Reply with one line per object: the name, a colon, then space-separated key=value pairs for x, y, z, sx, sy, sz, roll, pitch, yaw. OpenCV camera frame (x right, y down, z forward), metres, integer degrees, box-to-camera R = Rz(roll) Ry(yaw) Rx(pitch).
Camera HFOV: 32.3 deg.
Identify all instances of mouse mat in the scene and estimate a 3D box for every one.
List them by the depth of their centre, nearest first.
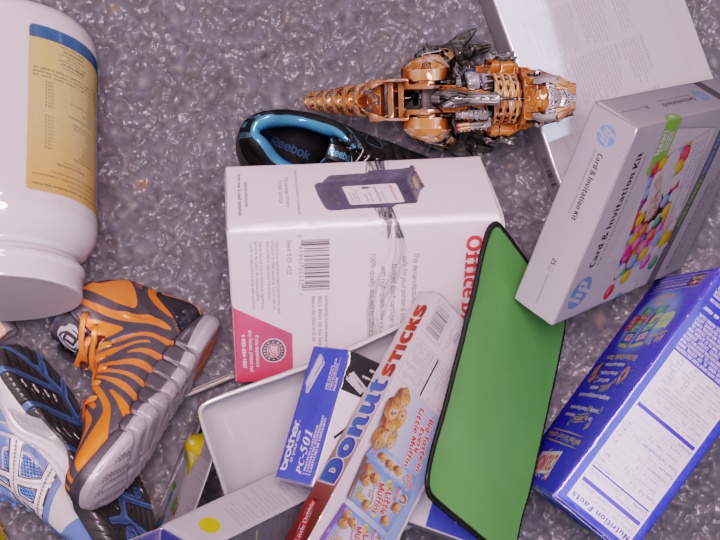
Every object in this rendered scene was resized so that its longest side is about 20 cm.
mouse mat: x=0.100 y=0.088 z=0.875 sx=0.007 sy=0.161 sz=0.203 roll=3 pitch=63 yaw=32

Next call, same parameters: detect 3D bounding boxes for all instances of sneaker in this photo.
sneaker: x=-0.191 y=0.083 z=0.917 sx=0.111 sy=0.201 sz=0.078 roll=26 pitch=128 yaw=2
sneaker: x=-0.225 y=0.154 z=0.923 sx=0.077 sy=0.076 sz=0.201 roll=-41 pitch=77 yaw=17
sneaker: x=-0.003 y=-0.072 z=0.966 sx=0.197 sy=0.082 sz=0.074 roll=16 pitch=85 yaw=-5

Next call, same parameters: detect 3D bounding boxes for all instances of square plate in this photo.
square plate: x=-0.014 y=0.133 z=0.928 sx=0.195 sy=0.028 sz=0.203 roll=-21 pitch=127 yaw=-14

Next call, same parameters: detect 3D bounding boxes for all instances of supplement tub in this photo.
supplement tub: x=-0.261 y=-0.077 z=0.896 sx=0.142 sy=0.145 sz=0.204 roll=-2 pitch=74 yaw=-4

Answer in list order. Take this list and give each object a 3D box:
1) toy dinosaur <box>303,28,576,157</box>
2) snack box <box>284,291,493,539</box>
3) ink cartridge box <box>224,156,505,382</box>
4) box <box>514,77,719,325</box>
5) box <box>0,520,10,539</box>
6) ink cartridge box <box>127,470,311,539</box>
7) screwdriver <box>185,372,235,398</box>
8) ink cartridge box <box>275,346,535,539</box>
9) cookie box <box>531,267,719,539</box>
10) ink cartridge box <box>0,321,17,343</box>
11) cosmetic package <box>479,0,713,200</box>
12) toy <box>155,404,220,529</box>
toy dinosaur: x=0.062 y=-0.135 z=0.935 sx=0.197 sy=0.136 sz=0.104 roll=22 pitch=102 yaw=7
snack box: x=0.021 y=0.117 z=0.822 sx=0.072 sy=0.024 sz=0.202 roll=45 pitch=64 yaw=-35
ink cartridge box: x=0.000 y=0.000 z=0.931 sx=0.196 sy=0.085 sz=0.147 roll=-3 pitch=127 yaw=-5
box: x=0.206 y=-0.056 z=0.907 sx=0.041 sy=0.198 sz=0.158 roll=37 pitch=123 yaw=30
box: x=-0.303 y=0.270 z=0.872 sx=0.121 sy=0.200 sz=0.195 roll=-26 pitch=91 yaw=-5
ink cartridge box: x=-0.092 y=0.244 z=0.873 sx=0.047 sy=0.198 sz=0.201 roll=31 pitch=126 yaw=34
screwdriver: x=-0.189 y=0.115 z=0.975 sx=0.198 sy=0.028 sz=0.029 roll=-27 pitch=61 yaw=-7
ink cartridge box: x=0.037 y=0.131 z=0.882 sx=0.199 sy=0.044 sz=0.096 roll=28 pitch=73 yaw=-37
cookie box: x=0.213 y=0.103 z=0.934 sx=0.075 sy=0.171 sz=0.201 roll=38 pitch=87 yaw=1
ink cartridge box: x=-0.389 y=0.029 z=0.949 sx=0.198 sy=0.050 sz=0.164 roll=-31 pitch=90 yaw=-8
cosmetic package: x=0.192 y=-0.177 z=1.000 sx=0.149 sy=0.052 sz=0.203 roll=-20 pitch=90 yaw=-3
toy: x=-0.132 y=0.210 z=0.934 sx=0.046 sy=0.115 sz=0.203 roll=17 pitch=87 yaw=-16
